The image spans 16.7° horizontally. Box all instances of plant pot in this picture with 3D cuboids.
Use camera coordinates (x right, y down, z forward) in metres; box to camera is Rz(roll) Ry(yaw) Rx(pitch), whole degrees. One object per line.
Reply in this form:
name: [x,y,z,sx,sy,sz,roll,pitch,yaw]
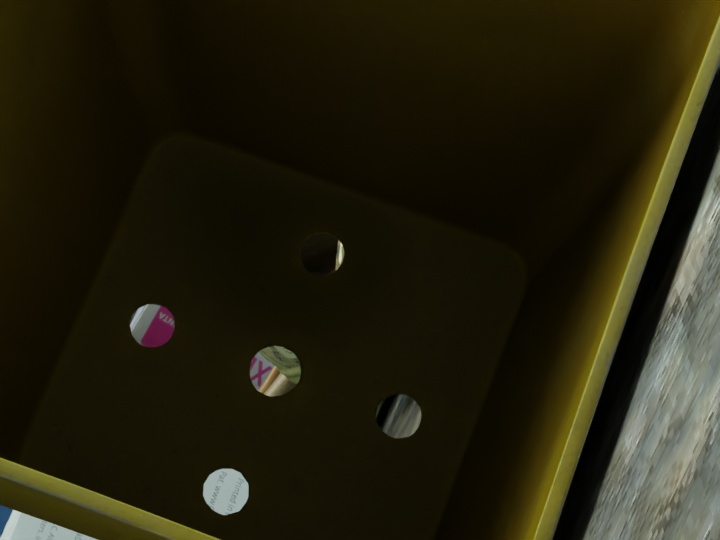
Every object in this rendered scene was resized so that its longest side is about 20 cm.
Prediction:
plant pot: [-0.026,0.000,0.688,0.176,0.199,0.201,92,-162,-70]

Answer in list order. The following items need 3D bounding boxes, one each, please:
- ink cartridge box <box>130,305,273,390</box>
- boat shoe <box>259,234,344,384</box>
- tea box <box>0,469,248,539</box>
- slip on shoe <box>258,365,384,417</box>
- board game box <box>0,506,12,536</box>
ink cartridge box: [-0.061,0.042,1.288,0.042,0.119,0.200,-58,5,5]
boat shoe: [0.000,0.000,0.983,0.200,0.063,0.073,-36,29,56]
tea box: [-0.102,0.190,0.924,0.197,0.133,0.200,117,174,-49]
slip on shoe: [0.000,0.009,1.108,0.076,0.060,0.201,-82,16,-75]
board game box: [-0.131,0.158,1.152,0.039,0.199,0.159,-16,-73,-72]
